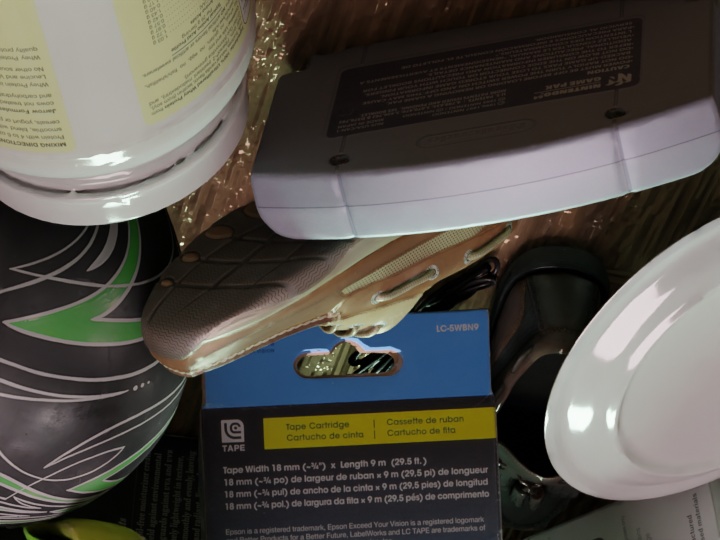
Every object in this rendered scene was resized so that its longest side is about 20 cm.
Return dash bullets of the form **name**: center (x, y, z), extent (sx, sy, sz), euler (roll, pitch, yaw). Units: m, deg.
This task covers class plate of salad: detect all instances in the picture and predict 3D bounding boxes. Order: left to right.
- **plate of salad**: center (0.170, 0.031, 1.412), extent (0.200, 0.048, 0.200), euler (-21, 142, -17)

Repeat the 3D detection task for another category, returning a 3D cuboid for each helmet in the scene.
- **helmet**: center (-0.172, 0.023, 1.327), extent (0.199, 0.191, 0.200), euler (0, 139, 0)

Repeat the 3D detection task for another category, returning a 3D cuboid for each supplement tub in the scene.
- **supplement tub**: center (-0.121, -0.129, 1.189), extent (0.145, 0.145, 0.200), euler (-4, 138, 7)

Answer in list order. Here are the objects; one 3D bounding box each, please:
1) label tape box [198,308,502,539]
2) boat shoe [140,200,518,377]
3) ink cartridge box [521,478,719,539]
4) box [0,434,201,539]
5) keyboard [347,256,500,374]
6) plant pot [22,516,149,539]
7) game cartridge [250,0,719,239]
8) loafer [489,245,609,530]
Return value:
- **label tape box**: center (-0.005, 0.122, 1.441), extent (0.144, 0.201, 0.063), euler (-2, 178, -5)
- **boat shoe**: center (-0.004, -0.002, 1.305), extent (0.200, 0.076, 0.072), euler (-30, 125, -21)
- **ink cartridge box**: center (0.138, 0.193, 1.573), extent (0.200, 0.084, 0.145), euler (-25, 145, 26)
- **box**: center (-0.133, 0.187, 1.567), extent (0.198, 0.123, 0.200), euler (9, 137, -6)
- **keyboard**: center (0.000, 0.000, 1.426), extent (0.127, 0.021, 0.200), euler (28, 133, -26)
- **plant pot**: center (-0.161, 0.216, 1.358), extent (0.181, 0.199, 0.200), euler (-25, -178, -14)
- **game cartridge**: center (0.056, -0.065, 1.265), extent (0.199, 0.133, 0.041), euler (-9, 115, 13)
- **loafer**: center (0.085, 0.073, 1.473), extent (0.072, 0.063, 0.200), euler (3, 139, -1)
